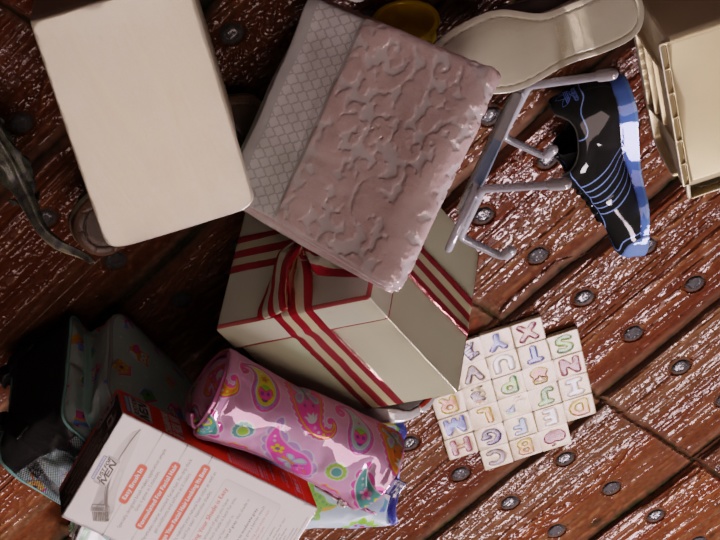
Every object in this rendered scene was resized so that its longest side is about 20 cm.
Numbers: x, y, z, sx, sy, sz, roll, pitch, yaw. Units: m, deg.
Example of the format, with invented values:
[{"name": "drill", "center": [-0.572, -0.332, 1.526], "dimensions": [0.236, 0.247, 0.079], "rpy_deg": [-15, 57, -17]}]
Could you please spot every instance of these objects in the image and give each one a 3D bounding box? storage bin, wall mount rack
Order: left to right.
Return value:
[{"name": "wall mount rack", "center": [0.145, -0.099, 1.600], "dimensions": [0.074, 0.201, 0.174], "rpy_deg": [25, 155, 0]}, {"name": "storage bin", "center": [0.359, -0.186, 1.665], "dimensions": [0.199, 0.094, 0.199], "rpy_deg": [-18, 133, 1]}]

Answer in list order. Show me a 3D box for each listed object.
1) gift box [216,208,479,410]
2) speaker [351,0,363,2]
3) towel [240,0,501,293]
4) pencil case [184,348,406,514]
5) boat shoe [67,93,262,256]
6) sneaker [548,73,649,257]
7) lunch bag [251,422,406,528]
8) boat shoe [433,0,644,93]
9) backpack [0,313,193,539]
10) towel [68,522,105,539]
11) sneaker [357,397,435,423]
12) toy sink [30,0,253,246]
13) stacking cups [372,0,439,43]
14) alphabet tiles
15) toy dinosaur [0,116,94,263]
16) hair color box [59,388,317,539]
[{"name": "gift box", "center": [0.000, 0.000, 1.653], "dimensions": [0.199, 0.185, 0.187], "rpy_deg": [-17, 138, 28]}, {"name": "speaker", "center": [0.028, -0.312, 1.476], "dimensions": [0.081, 0.081, 0.200], "rpy_deg": [22, 122, -30]}, {"name": "towel", "center": [-0.004, -0.109, 1.543], "dimensions": [0.201, 0.191, 0.032], "rpy_deg": [-65, 155, 4]}, {"name": "pencil case", "center": [-0.056, 0.144, 1.643], "dimensions": [0.199, 0.088, 0.088], "rpy_deg": [28, 119, -20]}, {"name": "boat shoe", "center": [-0.173, -0.092, 1.626], "dimensions": [0.202, 0.075, 0.075], "rpy_deg": [-33, 107, -10]}, {"name": "sneaker", "center": [0.222, -0.092, 1.731], "dimensions": [0.078, 0.070, 0.201], "rpy_deg": [-13, 125, 0]}, {"name": "lunch bag", "center": [-0.065, 0.165, 1.795], "dimensions": [0.169, 0.200, 0.128], "rpy_deg": [2, 102, -18]}, {"name": "boat shoe", "center": [0.143, -0.202, 1.591], "dimensions": [0.199, 0.060, 0.072], "rpy_deg": [-20, 110, -15]}, {"name": "backpack", "center": [-0.229, 0.154, 1.744], "dimensions": [0.153, 0.176, 0.200], "rpy_deg": [-28, 125, 12]}, {"name": "towel", "center": [-0.189, 0.247, 1.937], "dimensions": [0.199, 0.031, 0.149], "rpy_deg": [14, 126, -25]}, {"name": "sneaker", "center": [0.041, 0.067, 1.756], "dimensions": [0.077, 0.200, 0.082], "rpy_deg": [4, 122, 19]}, {"name": "toy sink", "center": [-0.176, -0.142, 1.518], "dimensions": [0.130, 0.112, 0.201], "rpy_deg": [-17, 112, 0]}, {"name": "stacking cups", "center": [0.045, -0.145, 1.649], "dimensions": [0.060, 0.061, 0.201], "rpy_deg": [-11, 137, -5]}, {"name": "alphabet tiles", "center": [0.158, 0.130, 1.943], "dimensions": [0.166, 0.006, 0.200], "rpy_deg": [-18, 132, 0]}, {"name": "toy dinosaur", "center": [-0.297, -0.083, 1.573], "dimensions": [0.047, 0.088, 0.200], "rpy_deg": [-35, 98, -21]}, {"name": "hair color box", "center": [-0.152, 0.201, 1.640], "dimensions": [0.199, 0.064, 0.111], "rpy_deg": [29, 100, -20]}]
